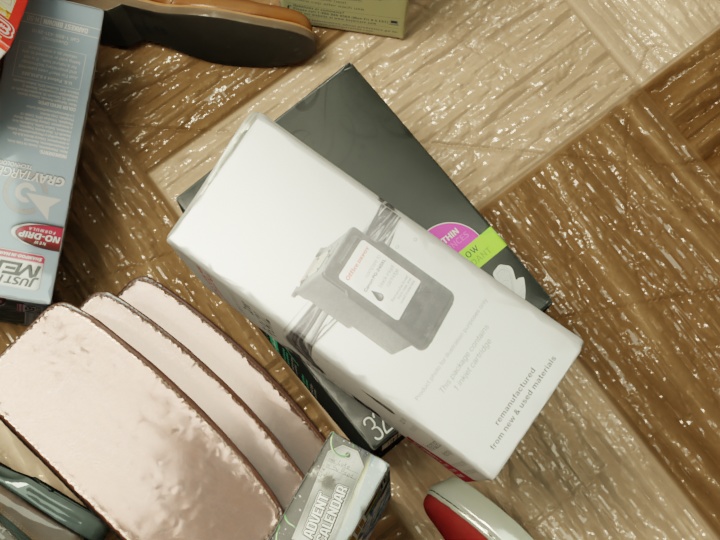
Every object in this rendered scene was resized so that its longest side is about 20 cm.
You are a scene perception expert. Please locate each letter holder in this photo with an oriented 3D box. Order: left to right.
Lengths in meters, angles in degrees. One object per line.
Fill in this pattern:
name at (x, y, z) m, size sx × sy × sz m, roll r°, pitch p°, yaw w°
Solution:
letter holder at (-0.121, 0.099, 0.757) m, size 0.200 × 0.101 × 0.142 m, roll 42°, pitch 77°, yaw 8°

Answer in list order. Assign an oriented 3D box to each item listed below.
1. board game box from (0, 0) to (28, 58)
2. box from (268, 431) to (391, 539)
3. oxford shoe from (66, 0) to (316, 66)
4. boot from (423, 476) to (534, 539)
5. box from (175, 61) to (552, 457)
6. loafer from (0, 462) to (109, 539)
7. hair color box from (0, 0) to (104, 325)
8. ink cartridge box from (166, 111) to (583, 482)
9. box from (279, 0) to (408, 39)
board game box at (-0.268, -0.154, 0.748) m, size 0.151 × 0.201 × 0.046 m, roll -38°, pitch 121°, yaw 24°
box at (-0.031, 0.175, 0.688) m, size 0.040 × 0.200 × 0.138 m, roll 28°, pitch 77°, yaw 9°
oxford shoe at (-0.124, -0.196, 0.843) m, size 0.198 × 0.071 × 0.072 m, roll 13°, pitch 71°, yaw 3°
boot at (0.076, 0.244, 0.743) m, size 0.144 × 0.072 × 0.200 m, roll -38°, pitch 84°, yaw -8°
box at (0.000, 0.000, 0.769) m, size 0.148 × 0.124 × 0.200 m, roll -38°, pitch 80°, yaw -9°
loafer at (-0.261, 0.142, 0.757) m, size 0.199 × 0.072 × 0.063 m, roll 28°, pitch 75°, yaw 3°
hair color box at (-0.221, -0.071, 0.789) m, size 0.060 × 0.099 × 0.202 m, roll 10°, pitch 76°, yaw -14°
ink cartridge box at (0.005, 0.021, 0.627) m, size 0.199 × 0.145 × 0.084 m, roll 35°, pitch 82°, yaw 6°
box at (0.000, -0.285, 0.799) m, size 0.096 × 0.200 × 0.178 m, roll 9°, pitch 77°, yaw 1°
